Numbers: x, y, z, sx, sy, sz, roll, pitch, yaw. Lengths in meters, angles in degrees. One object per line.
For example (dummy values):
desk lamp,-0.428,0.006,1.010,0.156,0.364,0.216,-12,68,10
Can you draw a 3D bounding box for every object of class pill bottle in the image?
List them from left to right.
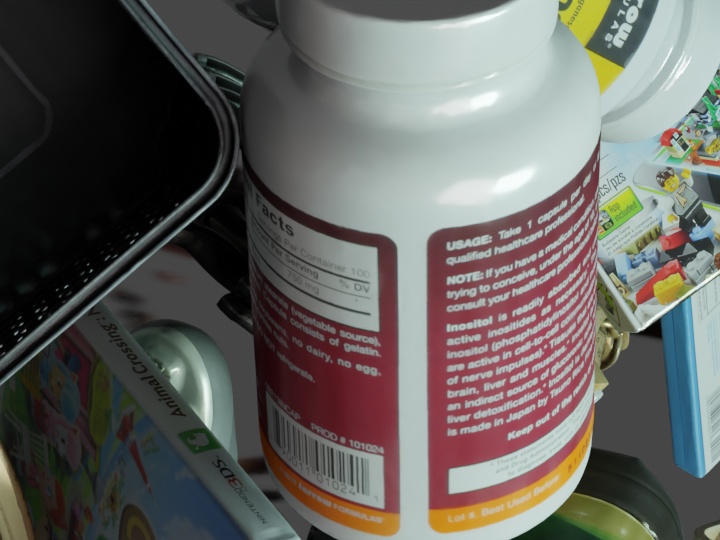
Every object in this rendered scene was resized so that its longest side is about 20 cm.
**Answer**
pill bottle,0.020,-0.017,0.912,0.113,0.113,0.201,-22,133,-24
pill bottle,0.042,-0.111,1.018,0.200,0.112,0.112,21,110,-47

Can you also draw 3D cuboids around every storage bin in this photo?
storage bin,-0.151,-0.028,0.899,0.200,0.094,0.135,-41,102,-4

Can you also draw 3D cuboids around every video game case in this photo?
video game case,-0.090,0.119,1.055,0.022,0.182,0.201,-13,132,-32
video game case,0.200,-0.020,1.261,0.200,0.018,0.144,-42,143,-26

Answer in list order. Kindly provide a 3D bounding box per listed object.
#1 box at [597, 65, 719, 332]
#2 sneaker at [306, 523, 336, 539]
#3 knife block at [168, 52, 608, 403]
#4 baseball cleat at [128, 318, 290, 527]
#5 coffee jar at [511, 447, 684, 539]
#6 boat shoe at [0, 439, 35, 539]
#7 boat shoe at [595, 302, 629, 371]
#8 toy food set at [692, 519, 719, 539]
box,0.154,-0.077,1.150,0.200,0.035,0.110,-36,97,-9
sneaker,-0.018,0.128,1.141,0.200,0.073,0.113,40,59,-67
knife block,0.000,0.000,1.091,0.064,0.176,0.200,-42,168,11
baseball cleat,-0.068,0.090,1.153,0.106,0.070,0.201,-24,143,-41
coffee jar,0.063,0.164,1.137,0.200,0.085,0.105,-58,148,-42
boat shoe,-0.172,0.046,1.017,0.072,0.072,0.201,-26,134,-8
boat shoe,0.084,0.018,1.202,0.200,0.065,0.071,-50,140,8
toy food set,0.214,0.187,1.391,0.200,0.060,0.144,-7,104,-54
